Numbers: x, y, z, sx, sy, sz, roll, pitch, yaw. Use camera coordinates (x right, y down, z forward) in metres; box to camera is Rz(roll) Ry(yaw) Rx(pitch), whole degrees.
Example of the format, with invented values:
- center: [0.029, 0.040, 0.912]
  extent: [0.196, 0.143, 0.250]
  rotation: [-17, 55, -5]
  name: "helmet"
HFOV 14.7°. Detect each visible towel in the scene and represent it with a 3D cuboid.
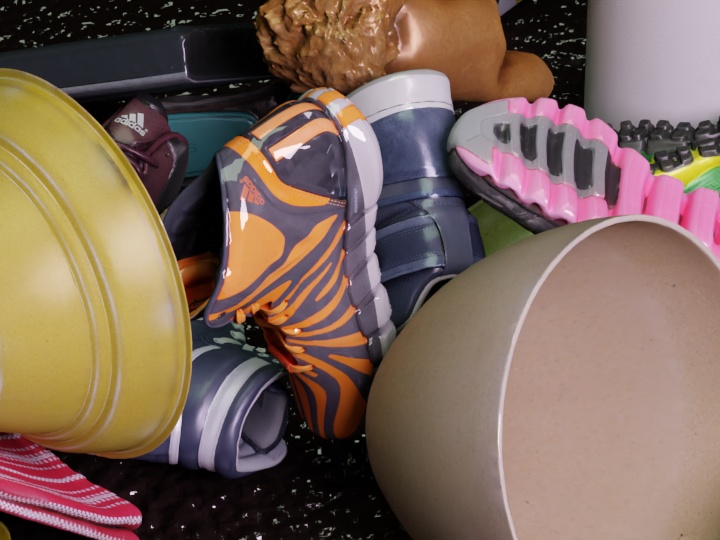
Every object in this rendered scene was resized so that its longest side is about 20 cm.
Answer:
- center: [-0.210, 0.070, 1.382]
  extent: [0.200, 0.145, 0.023]
  rotation: [33, 93, 30]
  name: "towel"

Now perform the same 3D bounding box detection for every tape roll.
- center: [0.225, -0.140, 1.540]
  extent: [0.202, 0.139, 0.203]
  rotation: [0, 31, 0]
  name: "tape roll"

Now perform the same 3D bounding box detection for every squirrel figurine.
- center: [0.008, -0.186, 1.469]
  extent: [0.141, 0.187, 0.200]
  rotation: [8, 8, 31]
  name: "squirrel figurine"

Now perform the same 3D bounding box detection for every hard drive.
- center: [-0.136, -0.115, 1.583]
  extent: [0.200, 0.033, 0.140]
  rotation: [-5, 3, 34]
  name: "hard drive"

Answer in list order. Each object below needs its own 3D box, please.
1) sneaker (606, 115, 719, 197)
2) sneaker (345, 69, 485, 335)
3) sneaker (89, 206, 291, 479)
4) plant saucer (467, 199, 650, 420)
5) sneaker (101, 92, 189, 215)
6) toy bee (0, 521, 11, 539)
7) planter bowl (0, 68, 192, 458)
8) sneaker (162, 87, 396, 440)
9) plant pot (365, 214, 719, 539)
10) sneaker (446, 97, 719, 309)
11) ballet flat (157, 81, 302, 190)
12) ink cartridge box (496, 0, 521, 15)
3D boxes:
- center: [0.201, -0.038, 1.446]
  extent: [0.200, 0.085, 0.078]
  rotation: [-6, 30, 16]
  name: "sneaker"
- center: [-0.001, 0.000, 1.457]
  extent: [0.077, 0.202, 0.146]
  rotation: [-7, 75, -28]
  name: "sneaker"
- center: [-0.075, 0.038, 1.468]
  extent: [0.108, 0.070, 0.200]
  rotation: [12, 37, 10]
  name: "sneaker"
- center: [0.132, 0.017, 1.484]
  extent: [0.200, 0.031, 0.200]
  rotation: [-4, 41, 4]
  name: "plant saucer"
- center: [-0.151, -0.058, 1.473]
  extent: [0.076, 0.200, 0.116]
  rotation: [29, 77, 21]
  name: "sneaker"
- center: [-0.226, 0.119, 1.370]
  extent: [0.131, 0.109, 0.200]
  rotation: [20, 34, -39]
  name: "toy bee"
- center: [-0.175, 0.012, 1.317]
  extent: [0.083, 0.201, 0.200]
  rotation: [-27, 43, -37]
  name: "planter bowl"
- center: [-0.048, 0.013, 1.334]
  extent: [0.112, 0.200, 0.078]
  rotation: [-29, 41, -29]
  name: "sneaker"
- center: [0.082, 0.074, 1.326]
  extent: [0.134, 0.200, 0.200]
  rotation: [0, 36, 44]
  name: "plant pot"
- center: [0.127, -0.013, 1.394]
  extent: [0.200, 0.095, 0.079]
  rotation: [26, 48, -4]
  name: "sneaker"
- center: [-0.047, -0.080, 1.604]
  extent: [0.200, 0.067, 0.064]
  rotation: [-1, 11, 4]
  name: "ballet flat"
- center: [0.058, -0.233, 1.741]
  extent: [0.146, 0.083, 0.200]
  rotation: [30, 54, 35]
  name: "ink cartridge box"
